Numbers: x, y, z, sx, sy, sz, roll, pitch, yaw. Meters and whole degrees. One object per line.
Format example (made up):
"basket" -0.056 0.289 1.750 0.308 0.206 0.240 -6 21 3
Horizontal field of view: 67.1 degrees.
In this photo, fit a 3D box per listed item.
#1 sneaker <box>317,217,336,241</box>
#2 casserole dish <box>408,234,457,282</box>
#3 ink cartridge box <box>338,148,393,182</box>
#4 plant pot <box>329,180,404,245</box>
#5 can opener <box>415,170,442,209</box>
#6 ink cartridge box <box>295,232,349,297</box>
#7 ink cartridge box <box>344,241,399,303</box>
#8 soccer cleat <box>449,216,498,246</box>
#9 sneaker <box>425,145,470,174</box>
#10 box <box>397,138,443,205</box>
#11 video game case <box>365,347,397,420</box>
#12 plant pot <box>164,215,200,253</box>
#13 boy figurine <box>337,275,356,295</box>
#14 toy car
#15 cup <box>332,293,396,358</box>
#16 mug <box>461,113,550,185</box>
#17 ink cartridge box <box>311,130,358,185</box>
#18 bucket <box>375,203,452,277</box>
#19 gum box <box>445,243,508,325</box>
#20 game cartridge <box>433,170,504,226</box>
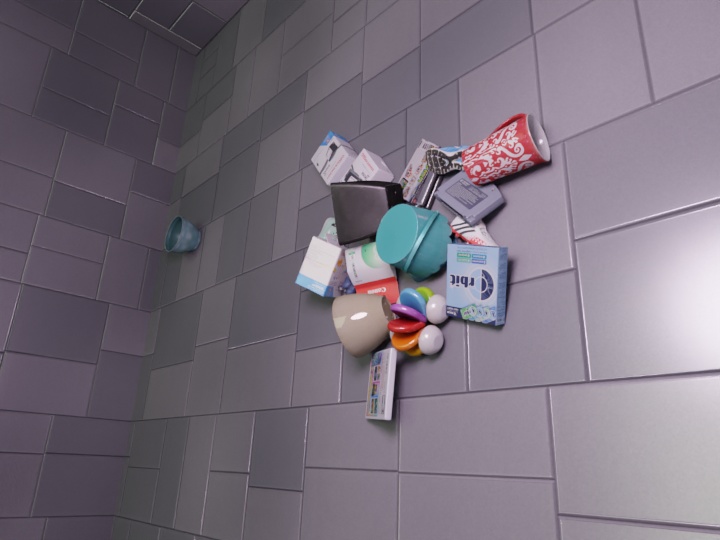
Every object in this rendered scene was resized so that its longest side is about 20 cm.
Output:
"sneaker" -0.113 -0.098 1.989 0.118 0.074 0.201 14 83 57
"casserole dish" 0.204 -0.049 1.639 0.200 0.039 0.121 -37 49 35
"ink cartridge box" 0.008 -0.309 1.935 0.200 0.084 0.145 -50 44 22
"plant pot" 0.037 -0.199 1.747 0.177 0.199 0.201 -6 98 27
"can opener" 0.191 -0.218 1.711 0.067 0.053 0.200 24 92 50
"ink cartridge box" -0.112 -0.022 1.885 0.125 0.128 0.200 25 97 25
"ink cartridge box" 0.036 0.014 1.738 0.161 0.050 0.201 -14 75 31
"soccer cleat" 0.323 -0.107 1.505 0.200 0.069 0.085 41 111 53
"sneaker" 0.285 -0.338 1.639 0.200 0.090 0.079 14 123 42
"box" 0.193 -0.319 1.765 0.110 0.035 0.200 42 107 48
"video game case" 0.060 0.336 1.599 0.182 0.024 0.201 141 137 -68
"plant pot" -0.954 -0.180 2.947 0.200 0.134 0.201 -23 58 42
"boy figurine" 0.000 0.000 1.832 0.200 0.064 0.124 -56 43 15
"toy car" 0.145 0.138 1.540 0.175 0.150 0.201 6 80 50
"cup" 0.025 0.150 1.664 0.143 0.200 0.201 -23 56 19
"mug" 0.393 -0.323 1.466 0.200 0.134 0.178 -22 16 36
"ink cartridge box" -0.093 -0.422 2.097 0.145 0.084 0.200 -52 43 21
"bucket" 0.151 -0.090 1.572 0.207 0.135 0.208 -22 62 47
"gum box" 0.305 0.032 1.436 0.170 0.044 0.201 8 100 50
"game cartridge" 0.311 -0.212 1.541 0.133 0.042 0.200 -33 39 -4
